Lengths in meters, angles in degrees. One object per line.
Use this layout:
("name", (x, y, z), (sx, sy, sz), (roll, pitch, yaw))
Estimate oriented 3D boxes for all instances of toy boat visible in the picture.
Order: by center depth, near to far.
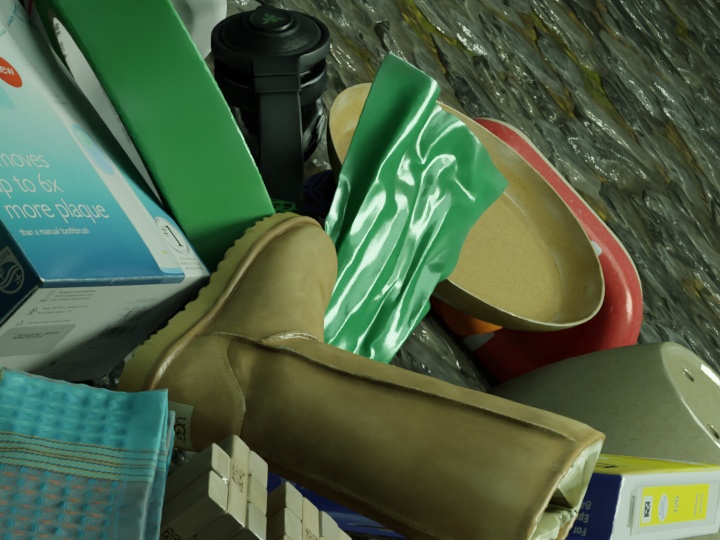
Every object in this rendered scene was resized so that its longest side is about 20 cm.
("toy boat", (0.090, 0.006, 1.344), (0.200, 0.130, 0.131), (47, 30, -4))

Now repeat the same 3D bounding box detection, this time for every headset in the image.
("headset", (-0.038, -0.105, 1.166), (0.124, 0.094, 0.200), (99, -14, -62))

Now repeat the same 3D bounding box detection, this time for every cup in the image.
("cup", (0.162, 0.125, 1.244), (0.200, 0.143, 0.200), (41, 21, -20))

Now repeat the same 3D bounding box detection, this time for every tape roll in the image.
("tape roll", (-0.105, -0.078, 1.063), (0.201, 0.048, 0.200), (60, -9, 16))

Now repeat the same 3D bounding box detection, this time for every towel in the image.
("towel", (-0.165, 0.068, 0.729), (0.200, 0.022, 0.147), (12, 29, -8))

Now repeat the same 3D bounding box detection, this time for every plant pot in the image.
("plant pot", (0.058, -0.033, 1.232), (0.200, 0.027, 0.200), (30, 30, -19))

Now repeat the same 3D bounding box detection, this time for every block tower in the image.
("block tower", (-0.007, 0.147, 0.813), (0.200, 0.058, 0.054), (45, 20, -22))

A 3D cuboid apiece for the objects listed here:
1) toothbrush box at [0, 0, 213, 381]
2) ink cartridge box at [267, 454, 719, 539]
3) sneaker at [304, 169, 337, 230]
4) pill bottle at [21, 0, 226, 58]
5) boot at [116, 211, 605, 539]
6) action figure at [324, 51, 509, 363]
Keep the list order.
("toothbrush box", (-0.182, -0.048, 0.946), (0.200, 0.085, 0.146), (53, 21, 16))
("ink cartridge box", (0.052, 0.106, 1.009), (0.200, 0.197, 0.047), (13, 82, -62))
("sneaker", (-0.002, 0.000, 1.229), (0.075, 0.078, 0.200), (37, 23, -29))
("pill bottle", (-0.160, -0.207, 1.230), (0.112, 0.112, 0.200), (25, 31, -47))
("boot", (0.015, 0.056, 0.934), (0.200, 0.066, 0.175), (16, 40, 21))
("action figure", (0.000, 0.000, 1.090), (0.118, 0.055, 0.200), (42, 63, -33))
